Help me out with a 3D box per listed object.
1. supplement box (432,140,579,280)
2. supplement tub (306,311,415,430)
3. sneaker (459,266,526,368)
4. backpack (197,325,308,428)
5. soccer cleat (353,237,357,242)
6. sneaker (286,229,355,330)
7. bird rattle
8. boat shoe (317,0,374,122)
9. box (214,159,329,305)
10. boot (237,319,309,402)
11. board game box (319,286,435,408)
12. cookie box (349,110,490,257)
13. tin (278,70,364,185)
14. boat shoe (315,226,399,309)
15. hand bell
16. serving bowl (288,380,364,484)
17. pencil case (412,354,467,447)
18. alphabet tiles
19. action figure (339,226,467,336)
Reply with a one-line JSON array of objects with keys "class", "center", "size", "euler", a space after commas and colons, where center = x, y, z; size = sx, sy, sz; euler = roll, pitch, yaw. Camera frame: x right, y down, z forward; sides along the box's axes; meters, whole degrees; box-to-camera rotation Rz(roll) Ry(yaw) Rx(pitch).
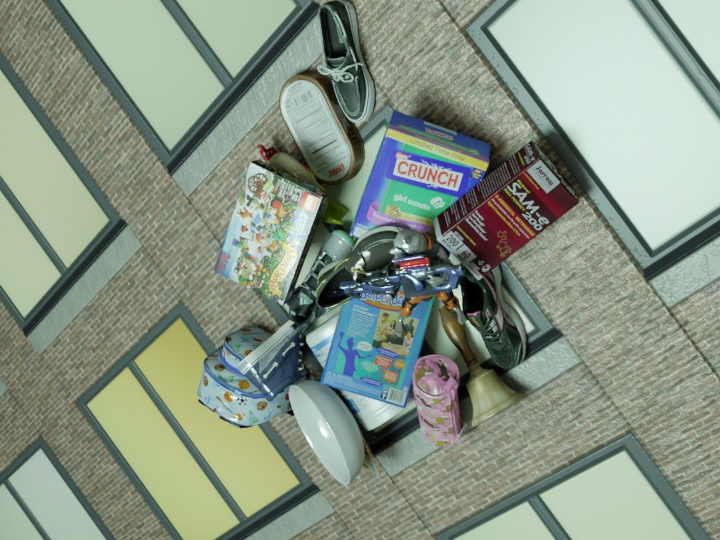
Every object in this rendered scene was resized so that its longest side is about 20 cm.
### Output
[{"class": "supplement box", "center": [0.220, -0.089, 1.534], "size": [0.199, 0.061, 0.109], "euler": [-39, 118, 19]}, {"class": "supplement tub", "center": [0.006, 0.165, 1.786], "size": [0.131, 0.132, 0.201], "euler": [-34, 89, 36]}, {"class": "sneaker", "center": [0.204, 0.075, 1.654], "size": [0.080, 0.086, 0.202], "euler": [-18, 101, 37]}, {"class": "backpack", "center": [-0.208, 0.205, 1.898], "size": [0.198, 0.190, 0.156], "euler": [21, 119, 23]}, {"class": "soccer cleat", "center": [0.056, -0.106, 1.687], "size": [0.081, 0.068, 0.201], "euler": [36, 125, -2]}, {"class": "sneaker", "center": [-0.078, 0.031, 1.756], "size": [0.077, 0.140, 0.202], "euler": [33, 134, 17]}, {"class": "bird rattle", "center": [-0.108, -0.150, 1.726], "size": [0.201, 0.112, 0.163], "euler": [53, 164, 7]}, {"class": "boat shoe", "center": [-0.028, -0.337, 1.638], "size": [0.073, 0.068, 0.202], "euler": [4, 112, 30]}, {"class": "box", "center": [-0.148, -0.062, 1.660], "size": [0.135, 0.038, 0.202], "euler": [25, 109, 11]}, {"class": "boot", "center": [-0.132, 0.153, 1.827], "size": [0.091, 0.200, 0.073], "euler": [49, 141, 1]}, {"class": "board game box", "center": [0.030, 0.115, 1.705], "size": [0.150, 0.045, 0.203], "euler": [17, 83, -5]}, {"class": "cookie box", "center": [0.093, -0.128, 1.593], "size": [0.169, 0.076, 0.202], "euler": [18, 122, -4]}, {"class": "tin", "center": [-0.069, -0.243, 1.723], "size": [0.111, 0.042, 0.202], "euler": [-23, 97, 40]}, {"class": "boat shoe", "center": [0.000, 0.000, 1.617], "size": [0.071, 0.061, 0.201], "euler": [36, 132, -21]}, {"class": "hand bell", "center": [0.186, 0.152, 1.710], "size": [0.104, 0.104, 0.202], "euler": [-36, 78, 36]}, {"class": "serving bowl", "center": [-0.050, 0.278, 1.795], "size": [0.200, 0.065, 0.201], "euler": [49, 157, 29]}, {"class": "pencil case", "center": [0.134, 0.223, 1.710], "size": [0.085, 0.084, 0.201], "euler": [-2, 144, 10]}, {"class": "alphabet tiles", "center": [-0.037, 0.278, 1.870], "size": [0.202, 0.007, 0.167], "euler": [66, 160, -13]}, {"class": "action figure", "center": [0.072, 0.013, 1.573], "size": [0.197, 0.105, 0.195], "euler": [-2, 132, 11]}]
